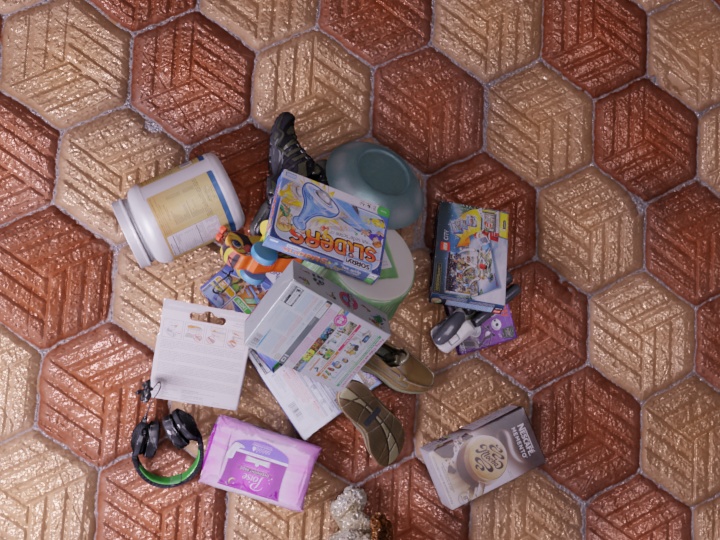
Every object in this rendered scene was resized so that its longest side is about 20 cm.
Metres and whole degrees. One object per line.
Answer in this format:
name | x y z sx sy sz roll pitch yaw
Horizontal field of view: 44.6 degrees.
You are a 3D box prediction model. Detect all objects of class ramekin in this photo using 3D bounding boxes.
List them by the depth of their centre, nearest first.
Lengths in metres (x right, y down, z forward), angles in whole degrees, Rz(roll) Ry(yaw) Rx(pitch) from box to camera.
ramekin | 0.000 0.000 1.553 0.198 0.098 0.202 14 56 -21

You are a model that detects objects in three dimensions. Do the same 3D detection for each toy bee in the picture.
toy bee | -0.190 -0.038 1.495 0.131 0.199 0.109 -44 70 16

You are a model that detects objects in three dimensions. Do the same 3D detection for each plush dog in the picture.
plush dog | -0.010 0.496 1.511 0.160 0.172 0.201 39 79 -5

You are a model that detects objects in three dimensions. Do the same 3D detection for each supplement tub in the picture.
supplement tub | -0.316 -0.102 1.527 0.198 0.145 0.146 -26 89 -11

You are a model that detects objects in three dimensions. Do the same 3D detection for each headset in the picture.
headset | -0.339 0.284 1.503 0.122 0.094 0.203 -15 106 -8

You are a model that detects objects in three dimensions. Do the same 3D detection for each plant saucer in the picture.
plant saucer | 0.035 -0.167 1.594 0.199 0.039 0.203 15 51 -19

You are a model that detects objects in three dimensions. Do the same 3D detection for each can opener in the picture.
can opener | 0.215 0.077 1.613 0.199 0.067 0.054 -37 91 -11

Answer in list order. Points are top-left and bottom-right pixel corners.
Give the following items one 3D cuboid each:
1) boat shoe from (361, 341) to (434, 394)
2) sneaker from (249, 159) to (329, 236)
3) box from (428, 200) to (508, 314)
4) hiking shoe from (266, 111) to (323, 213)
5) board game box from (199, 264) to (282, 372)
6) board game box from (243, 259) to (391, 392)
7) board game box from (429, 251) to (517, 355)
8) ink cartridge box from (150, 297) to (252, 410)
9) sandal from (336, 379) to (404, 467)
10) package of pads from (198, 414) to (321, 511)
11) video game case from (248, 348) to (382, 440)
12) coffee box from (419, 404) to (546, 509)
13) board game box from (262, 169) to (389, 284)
boat shoe | 0.065 0.166 1.573 0.198 0.076 0.072 23 53 -30
sneaker | -0.102 -0.105 1.586 0.199 0.076 0.114 -37 66 -15
box | 0.201 -0.026 1.619 0.135 0.038 0.202 9 60 -2
hiking shoe | -0.115 -0.187 1.558 0.099 0.076 0.203 4 69 -7
board game box | -0.171 0.062 1.559 0.135 0.035 0.200 -40 74 -13
board game box | -0.071 0.096 1.451 0.199 0.065 0.148 31 114 -23
board game box | 0.214 0.047 1.665 0.119 0.032 0.203 -16 88 -15
ink cartridge box | -0.272 0.139 1.514 0.159 0.050 0.202 11 114 -8
sandal | 0.015 0.268 1.582 0.080 0.054 0.201 -42 117 -13
package of pads | -0.176 0.340 1.545 0.198 0.076 0.122 19 78 -9
video game case | -0.086 0.171 1.592 0.180 0.045 0.201 -34 91 -11
coffee box | 0.224 0.339 1.612 0.198 0.080 0.114 -24 88 -11
board game box | -0.054 -0.072 1.467 0.198 0.034 0.137 19 58 -16
